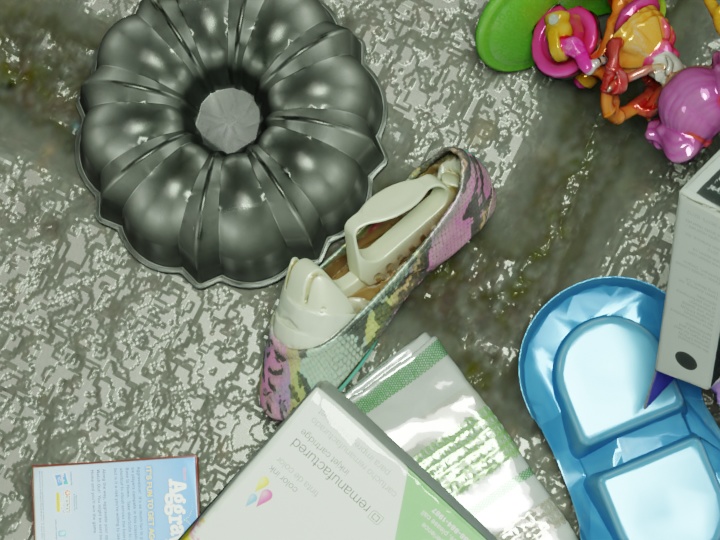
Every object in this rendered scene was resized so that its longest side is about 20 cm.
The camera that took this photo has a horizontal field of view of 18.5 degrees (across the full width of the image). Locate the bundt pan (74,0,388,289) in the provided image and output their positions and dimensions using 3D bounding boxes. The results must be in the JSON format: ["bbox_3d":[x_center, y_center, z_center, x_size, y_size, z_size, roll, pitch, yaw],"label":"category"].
[{"bbox_3d":[-0.081,-0.092,1.348,0.200,0.076,0.204,0,82,1],"label":"bundt pan"}]

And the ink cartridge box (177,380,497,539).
[{"bbox_3d":[-0.036,0.185,1.269,0.145,0.088,0.200,42,92,1],"label":"ink cartridge box"}]

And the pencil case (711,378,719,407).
[{"bbox_3d":[0.279,0.118,1.286,0.084,0.085,0.201,-26,96,36],"label":"pencil case"}]

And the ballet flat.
[{"bbox_3d":[0.000,0.000,1.330,0.200,0.071,0.069,-46,49,-7],"label":"ballet flat"}]

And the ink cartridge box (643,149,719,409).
[{"bbox_3d":[0.239,-0.029,1.241,0.043,0.201,0.198,34,60,23],"label":"ink cartridge box"}]

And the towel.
[{"bbox_3d":[0.041,0.157,1.328,0.149,0.031,0.201,-36,82,-4],"label":"towel"}]

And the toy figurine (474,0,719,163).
[{"bbox_3d":[0.185,-0.135,1.289,0.200,0.150,0.185,-44,55,14],"label":"toy figurine"}]

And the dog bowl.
[{"bbox_3d":[0.165,0.104,1.325,0.111,0.050,0.202,-22,81,-3],"label":"dog bowl"}]

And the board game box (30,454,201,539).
[{"bbox_3d":[-0.142,0.215,1.327,0.102,0.019,0.202,-4,81,1],"label":"board game box"}]
